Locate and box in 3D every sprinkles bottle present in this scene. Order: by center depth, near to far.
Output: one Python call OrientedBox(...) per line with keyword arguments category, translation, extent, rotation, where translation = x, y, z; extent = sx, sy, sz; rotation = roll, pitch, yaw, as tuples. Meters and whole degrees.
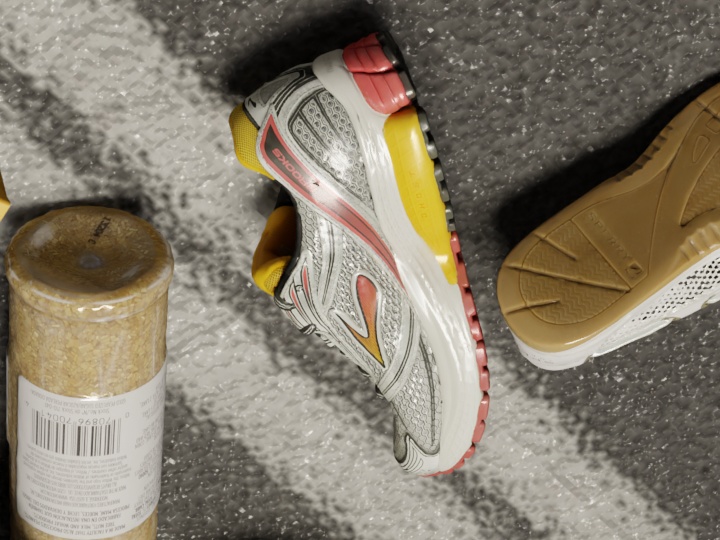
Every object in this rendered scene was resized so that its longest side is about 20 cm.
OrientedBox(category="sprinkles bottle", translation=(-0.114, 0.071, 0.969), extent=(0.068, 0.068, 0.200), rotation=(-5, 128, -15))

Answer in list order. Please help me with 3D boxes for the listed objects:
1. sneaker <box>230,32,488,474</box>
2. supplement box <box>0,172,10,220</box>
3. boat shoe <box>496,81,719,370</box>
OrientedBox(category="sneaker", translation=(0.000, 0.000, 0.945), extent=(0.082, 0.078, 0.200), rotation=(-17, 121, 0))
OrientedBox(category="supplement box", translation=(-0.232, -0.029, 0.761), extent=(0.133, 0.200, 0.197), rotation=(22, 118, -32))
OrientedBox(category="boat shoe", translation=(0.146, -0.024, 0.991), extent=(0.200, 0.071, 0.069), rotation=(-30, 157, -4))
